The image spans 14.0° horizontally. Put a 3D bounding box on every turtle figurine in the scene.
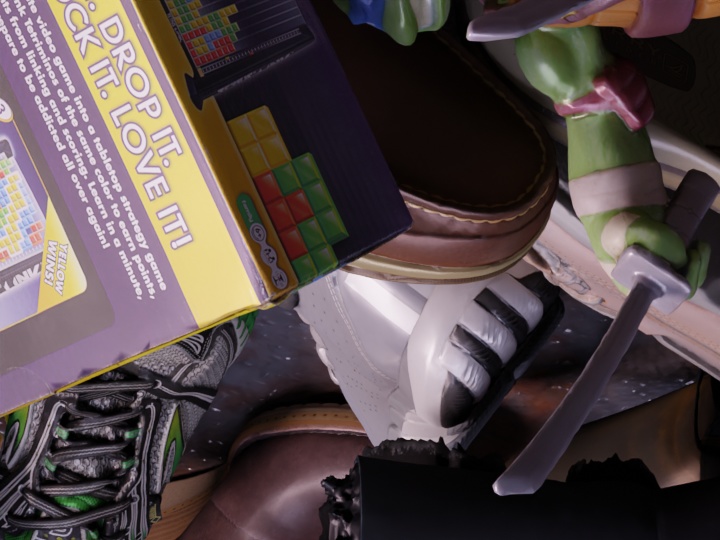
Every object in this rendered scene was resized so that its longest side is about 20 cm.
[{"bbox_3d":[0.098,-0.048,0.669,0.194,0.200,0.144,-13,118,-6],"label":"turtle figurine"}]

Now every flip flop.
[{"bbox_3d":[0.122,-0.048,0.774,0.200,0.081,0.058,23,134,-14],"label":"flip flop"}]

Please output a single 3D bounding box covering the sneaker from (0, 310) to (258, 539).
[{"bbox_3d":[-0.084,0.055,0.990,0.078,0.085,0.200,12,150,-5],"label":"sneaker"}]

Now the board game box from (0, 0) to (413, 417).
[{"bbox_3d":[-0.098,-0.068,0.686,0.165,0.057,0.200,-22,94,42],"label":"board game box"}]

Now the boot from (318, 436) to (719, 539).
[{"bbox_3d":[0.068,0.105,0.880,0.168,0.077,0.200,0,155,1],"label":"boot"}]

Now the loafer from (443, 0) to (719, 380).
[{"bbox_3d":[0.083,-0.005,0.818,0.200,0.072,0.063,32,136,-11],"label":"loafer"}]

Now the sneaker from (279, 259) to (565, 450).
[{"bbox_3d":[0.000,0.000,0.906,0.115,0.075,0.200,37,169,6],"label":"sneaker"}]

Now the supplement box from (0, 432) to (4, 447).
[{"bbox_3d":[-0.220,0.076,1.030,0.126,0.074,0.200,22,164,-22],"label":"supplement box"}]

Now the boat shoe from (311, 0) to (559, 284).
[{"bbox_3d":[-0.036,-0.068,0.730,0.200,0.072,0.068,33,144,2],"label":"boat shoe"}]

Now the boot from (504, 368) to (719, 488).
[{"bbox_3d":[0.116,0.038,0.927,0.200,0.075,0.097,-16,138,19],"label":"boot"}]

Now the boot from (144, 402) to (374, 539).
[{"bbox_3d":[-0.044,0.144,1.052,0.072,0.167,0.200,30,145,-33],"label":"boot"}]
